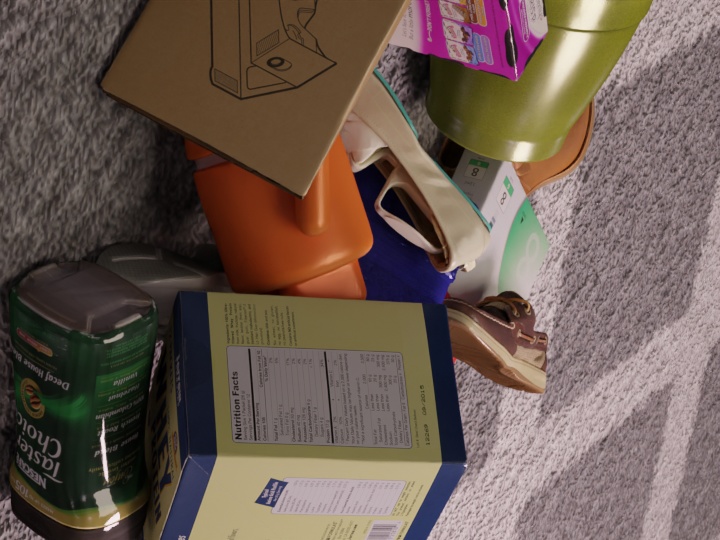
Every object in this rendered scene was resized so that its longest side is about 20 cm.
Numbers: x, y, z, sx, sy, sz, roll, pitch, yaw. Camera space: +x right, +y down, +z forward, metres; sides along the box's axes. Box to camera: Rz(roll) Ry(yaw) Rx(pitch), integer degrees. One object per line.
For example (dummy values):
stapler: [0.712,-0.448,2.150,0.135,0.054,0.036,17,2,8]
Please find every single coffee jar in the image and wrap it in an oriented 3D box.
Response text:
coffee jar: [-0.198,0.102,1.489,0.085,0.104,0.202,-25,131,-42]

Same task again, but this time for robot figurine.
robot figurine: [-0.060,-0.060,1.545,0.144,0.116,0.202,-40,111,-77]

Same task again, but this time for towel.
towel: [0.000,0.000,1.667,0.049,0.147,0.201,-30,-147,60]

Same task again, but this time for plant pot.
plant pot: [0.140,-0.206,1.808,0.200,0.200,0.194,-31,147,-49]

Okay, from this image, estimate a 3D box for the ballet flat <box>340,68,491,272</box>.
ballet flat: [0.025,-0.082,1.641,0.069,0.200,0.069,-38,-174,4]

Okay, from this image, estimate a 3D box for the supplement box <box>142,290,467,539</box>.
supplement box: [-0.049,0.128,1.527,0.201,0.198,0.135,112,-23,-52]

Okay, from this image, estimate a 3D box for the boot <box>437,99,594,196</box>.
boot: [0.149,-0.132,1.980,0.201,0.073,0.155,-62,148,-16]

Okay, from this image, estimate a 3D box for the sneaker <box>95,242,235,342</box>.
sneaker: [-0.137,0.025,1.582,0.200,0.070,0.081,4,110,-62]

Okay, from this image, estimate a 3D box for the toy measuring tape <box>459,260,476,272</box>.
toy measuring tape: [0.015,-0.046,1.755,0.199,0.073,0.074,10,103,-30]

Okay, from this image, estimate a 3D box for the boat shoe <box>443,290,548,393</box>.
boat shoe: [0.120,0.051,1.869,0.200,0.072,0.073,34,72,-55]

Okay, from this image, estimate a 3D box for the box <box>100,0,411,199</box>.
box: [-0.064,-0.174,1.473,0.201,0.163,0.021,-61,175,-11]

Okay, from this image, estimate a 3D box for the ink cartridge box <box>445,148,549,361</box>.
ink cartridge box: [0.097,0.014,1.885,0.201,0.050,0.161,-66,151,-22]

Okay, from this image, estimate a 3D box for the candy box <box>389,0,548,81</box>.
candy box: [0.035,-0.230,1.558,0.061,0.199,0.137,-57,153,-28]
